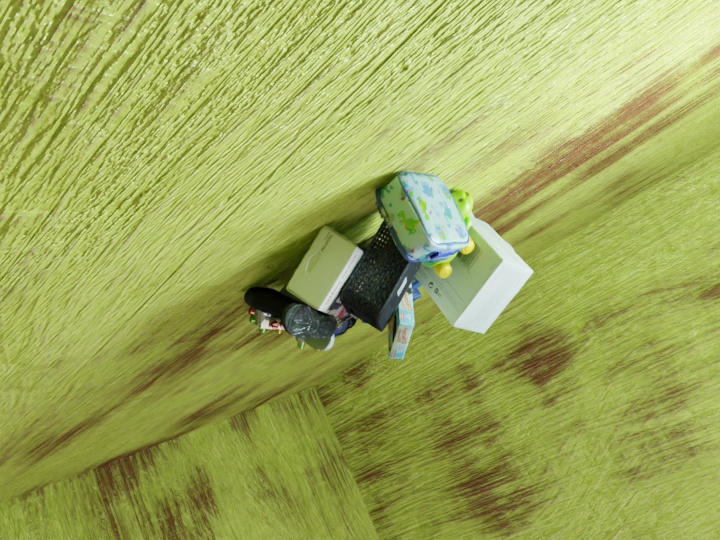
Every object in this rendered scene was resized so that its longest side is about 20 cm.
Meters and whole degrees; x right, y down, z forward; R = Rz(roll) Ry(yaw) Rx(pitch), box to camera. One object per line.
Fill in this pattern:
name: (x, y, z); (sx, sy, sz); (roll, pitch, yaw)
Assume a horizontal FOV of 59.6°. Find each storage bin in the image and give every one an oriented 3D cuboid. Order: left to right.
storage bin: (0.051, 0.008, 1.285); (0.202, 0.092, 0.135); (-60, 167, -11)

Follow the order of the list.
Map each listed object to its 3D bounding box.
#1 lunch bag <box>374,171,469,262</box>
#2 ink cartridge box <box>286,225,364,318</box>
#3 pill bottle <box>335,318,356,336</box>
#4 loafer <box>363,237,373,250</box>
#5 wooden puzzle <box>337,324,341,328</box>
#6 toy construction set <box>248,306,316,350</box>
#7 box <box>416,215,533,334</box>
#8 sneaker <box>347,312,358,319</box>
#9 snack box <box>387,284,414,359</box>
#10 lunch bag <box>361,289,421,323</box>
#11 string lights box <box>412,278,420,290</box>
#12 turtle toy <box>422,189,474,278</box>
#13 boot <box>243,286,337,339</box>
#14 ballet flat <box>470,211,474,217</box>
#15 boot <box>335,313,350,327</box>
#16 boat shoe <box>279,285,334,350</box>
lunch bag: (0.119, -0.095, 1.168); (0.082, 0.163, 0.199); (-33, 167, 30)
ink cartridge box: (-0.055, 0.008, 1.279); (0.146, 0.083, 0.200); (-58, 166, -1)
pill bottle: (-0.095, 0.136, 1.773); (0.111, 0.114, 0.199); (-33, 166, 30)
loafer: (0.076, -0.022, 1.494); (0.075, 0.069, 0.199); (-30, 147, 19)
wooden puzzle: (-0.012, 0.057, 1.617); (0.198, 0.047, 0.185); (-33, 153, 5)
toy construction set: (-0.184, 0.123, 1.477); (0.197, 0.131, 0.093); (24, 101, -30)
box: (0.261, 0.005, 1.489); (0.129, 0.200, 0.202); (15, 119, -41)
sneaker: (0.000, 0.000, 1.407); (0.202, 0.107, 0.070); (-58, -178, 12)
snack box: (0.087, 0.082, 1.410); (0.036, 0.203, 0.118); (6, 134, -6)
lunch bag: (0.069, 0.071, 1.800); (0.197, 0.134, 0.136); (-18, 165, -36)
string lights box: (0.180, -0.030, 1.689); (0.197, 0.104, 0.059); (-28, 167, 11)
turtle toy: (0.185, -0.093, 1.414); (0.100, 0.147, 0.201); (25, 115, -36)
boot: (-0.166, 0.075, 1.288); (0.164, 0.198, 0.067); (30, 86, -55)
ballet flat: (0.193, -0.104, 1.542); (0.197, 0.070, 0.070); (-26, 168, -12)
boot: (-0.004, 0.088, 1.546); (0.152, 0.074, 0.204); (-32, 145, 5)
boat shoe: (-0.110, 0.110, 1.384); (0.074, 0.198, 0.068); (-56, 141, 2)
